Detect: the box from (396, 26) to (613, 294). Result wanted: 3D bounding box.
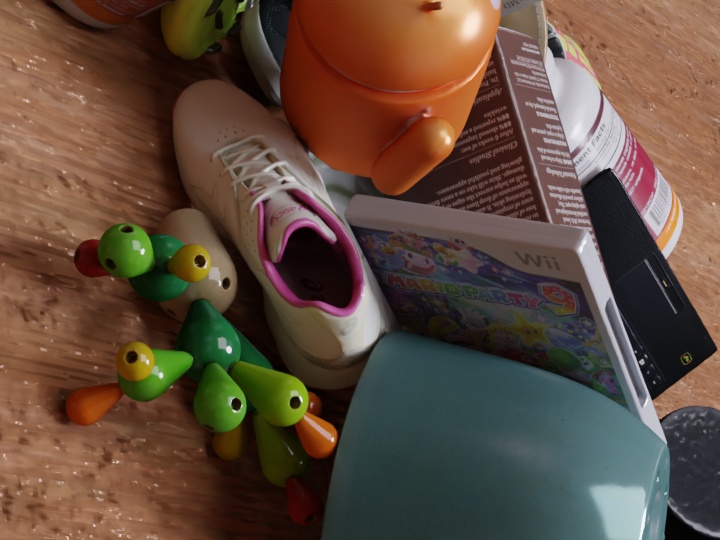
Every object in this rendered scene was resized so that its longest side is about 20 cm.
[{"bbox_3d":[0.084,-0.041,1.289,0.075,0.100,0.201,6,67,-60],"label":"box"}]

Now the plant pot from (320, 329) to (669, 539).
[{"bbox_3d":[0.081,0.144,1.121,0.200,0.160,0.202,9,90,-75],"label":"plant pot"}]

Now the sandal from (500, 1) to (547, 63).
[{"bbox_3d":[0.075,-0.112,1.379,0.070,0.077,0.213,-32,131,-66],"label":"sandal"}]

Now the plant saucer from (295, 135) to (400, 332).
[{"bbox_3d":[0.000,0.000,1.272,0.200,0.050,0.201,38,41,-44],"label":"plant saucer"}]

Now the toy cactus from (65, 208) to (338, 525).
[{"bbox_3d":[-0.087,0.035,1.079,0.200,0.102,0.165,44,19,-35],"label":"toy cactus"}]

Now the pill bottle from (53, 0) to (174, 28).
[{"bbox_3d":[-0.083,-0.217,1.110,0.112,0.199,0.113,39,40,-43],"label":"pill bottle"}]

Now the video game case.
[{"bbox_3d":[0.084,0.035,1.154,0.018,0.142,0.200,-61,145,-28],"label":"video game case"}]

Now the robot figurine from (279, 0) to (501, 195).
[{"bbox_3d":[0.016,-0.126,1.147,0.200,0.116,0.144,106,9,-64],"label":"robot figurine"}]

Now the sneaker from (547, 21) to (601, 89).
[{"bbox_3d":[0.133,-0.161,1.600,0.200,0.078,0.091,50,25,-42],"label":"sneaker"}]

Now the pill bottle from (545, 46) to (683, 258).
[{"bbox_3d":[0.145,-0.081,1.514,0.200,0.112,0.113,49,34,-33],"label":"pill bottle"}]

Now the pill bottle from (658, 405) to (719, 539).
[{"bbox_3d":[0.172,0.163,1.288,0.111,0.200,0.113,10,59,-18],"label":"pill bottle"}]

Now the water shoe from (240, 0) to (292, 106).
[{"bbox_3d":[-0.012,-0.169,1.331,0.072,0.079,0.200,61,29,-13],"label":"water shoe"}]

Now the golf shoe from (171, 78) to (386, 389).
[{"bbox_3d":[-0.044,-0.034,1.135,0.201,0.075,0.092,58,-13,19],"label":"golf shoe"}]

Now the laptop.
[{"bbox_3d":[0.157,0.064,1.446,0.178,0.200,0.103,56,-6,-25],"label":"laptop"}]

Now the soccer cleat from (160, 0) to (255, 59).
[{"bbox_3d":[-0.095,-0.212,1.247,0.065,0.083,0.201,97,8,-61],"label":"soccer cleat"}]

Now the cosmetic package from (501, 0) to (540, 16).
[{"bbox_3d":[0.042,-0.246,1.282,0.200,0.103,0.073,47,34,-39],"label":"cosmetic package"}]
